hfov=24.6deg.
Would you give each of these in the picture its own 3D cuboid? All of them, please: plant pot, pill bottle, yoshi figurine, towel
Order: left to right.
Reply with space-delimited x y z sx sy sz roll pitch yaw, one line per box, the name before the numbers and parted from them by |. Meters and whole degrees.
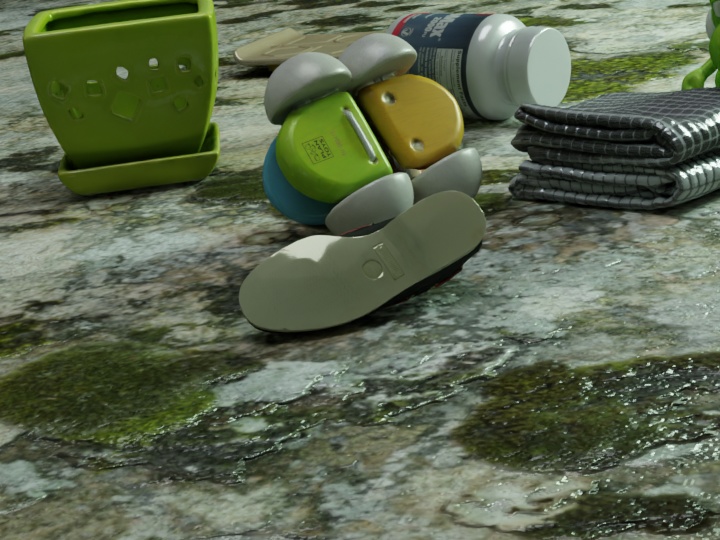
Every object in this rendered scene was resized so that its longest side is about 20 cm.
plant pot | -0.244 -0.190 1.776 0.199 0.182 0.199 -9 16 -3
pill bottle | 0.130 -0.230 1.861 0.199 0.120 0.119 7 22 39
towel | 0.253 -0.120 1.508 0.200 0.086 0.165 9 22 43
yoshi figurine | 0.364 -0.188 1.550 0.112 0.200 0.112 -39 49 -4

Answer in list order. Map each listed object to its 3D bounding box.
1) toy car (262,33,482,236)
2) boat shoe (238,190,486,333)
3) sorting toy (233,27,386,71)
toy car | -0.005 -0.104 1.486 0.200 0.175 0.150 -22 -12 -39
boat shoe | 0.001 0.002 1.261 0.201 0.074 0.063 -23 -15 -16
sorting toy | -0.054 -0.311 2.357 0.199 0.037 0.185 6 21 25
